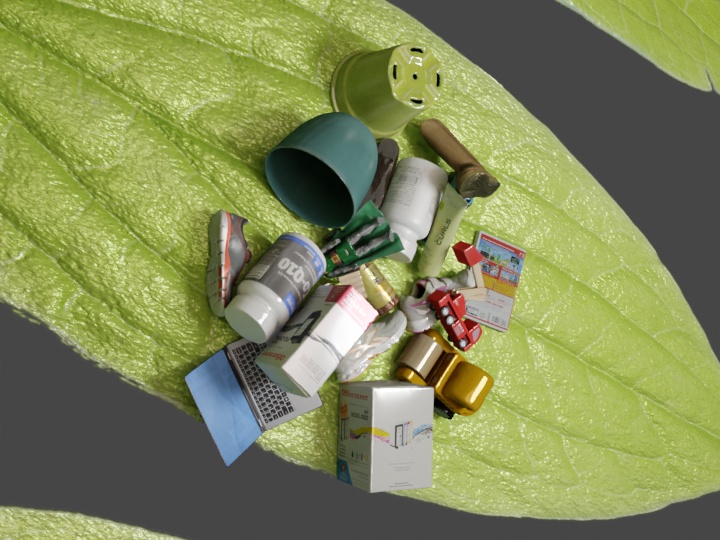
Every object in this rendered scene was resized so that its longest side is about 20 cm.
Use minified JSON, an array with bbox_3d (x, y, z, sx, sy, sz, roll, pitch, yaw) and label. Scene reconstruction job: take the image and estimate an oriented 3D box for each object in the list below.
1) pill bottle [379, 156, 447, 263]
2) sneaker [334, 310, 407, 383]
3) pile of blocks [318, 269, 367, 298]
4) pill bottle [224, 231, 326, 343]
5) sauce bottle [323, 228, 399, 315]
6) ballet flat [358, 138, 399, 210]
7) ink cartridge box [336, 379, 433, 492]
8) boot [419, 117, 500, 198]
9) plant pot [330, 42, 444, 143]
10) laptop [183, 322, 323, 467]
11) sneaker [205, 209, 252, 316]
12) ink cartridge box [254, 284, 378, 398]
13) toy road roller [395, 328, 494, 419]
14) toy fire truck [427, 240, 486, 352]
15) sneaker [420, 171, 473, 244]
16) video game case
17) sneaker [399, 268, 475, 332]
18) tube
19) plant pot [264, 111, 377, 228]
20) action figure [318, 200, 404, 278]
[{"bbox_3d":[0.099,-0.124,1.650,0.114,0.114,0.201,28,75,-25],"label":"pill bottle"},{"bbox_3d":[0.010,0.135,1.617,0.200,0.076,0.092,-42,103,-25],"label":"sneaker"},{"bbox_3d":[-0.076,0.074,1.570,0.200,0.062,0.082,-44,108,-11],"label":"pile of blocks"},{"bbox_3d":[-0.160,0.032,1.482,0.114,0.114,0.200,48,55,-19],"label":"pill bottle"},{"bbox_3d":[0.000,0.000,1.619,0.066,0.066,0.200,-45,107,-22],"label":"sauce bottle"},{"bbox_3d":[0.030,-0.183,1.656,0.067,0.046,0.201,21,78,8],"label":"ballet flat"},{"bbox_3d":[0.048,0.326,1.586,0.144,0.147,0.201,4,86,-28],"label":"ink cartridge box"},{"bbox_3d":[0.188,-0.238,1.649,0.200,0.066,0.175,51,18,20],"label":"boot"},{"bbox_3d":[0.067,-0.374,1.604,0.199,0.184,0.202,2,87,-28],"label":"plant pot"},{"bbox_3d":[-0.192,0.225,1.471,0.199,0.116,0.188,-23,101,-2],"label":"laptop"},{"bbox_3d":[-0.238,-0.012,1.487,0.082,0.077,0.201,5,86,-35],"label":"sneaker"},{"bbox_3d":[-0.082,0.125,1.446,0.084,0.145,0.200,47,70,-18],"label":"ink cartridge box"},{"bbox_3d":[0.188,0.223,1.666,0.200,0.146,0.123,43,69,-20],"label":"toy road roller"},{"bbox_3d":[0.216,0.056,1.650,0.141,0.049,0.200,-39,117,-15],"label":"toy fire truck"},{"bbox_3d":[0.192,-0.141,1.721,0.073,0.082,0.201,38,72,-24],"label":"sneaker"},{"bbox_3d":[0.301,0.026,1.809,0.142,0.017,0.201,21,78,-26],"label":"video game case"},{"bbox_3d":[0.165,0.047,1.698,0.200,0.081,0.089,-36,106,-26],"label":"sneaker"},{"bbox_3d":[0.169,-0.079,1.642,0.058,0.201,0.052,24,36,8],"label":"tube"},{"bbox_3d":[-0.058,-0.208,1.530,0.201,0.200,0.161,48,56,-19],"label":"plant pot"},{"bbox_3d":[-0.027,-0.038,1.553,0.118,0.200,0.055,55,25,-8],"label":"action figure"}]
